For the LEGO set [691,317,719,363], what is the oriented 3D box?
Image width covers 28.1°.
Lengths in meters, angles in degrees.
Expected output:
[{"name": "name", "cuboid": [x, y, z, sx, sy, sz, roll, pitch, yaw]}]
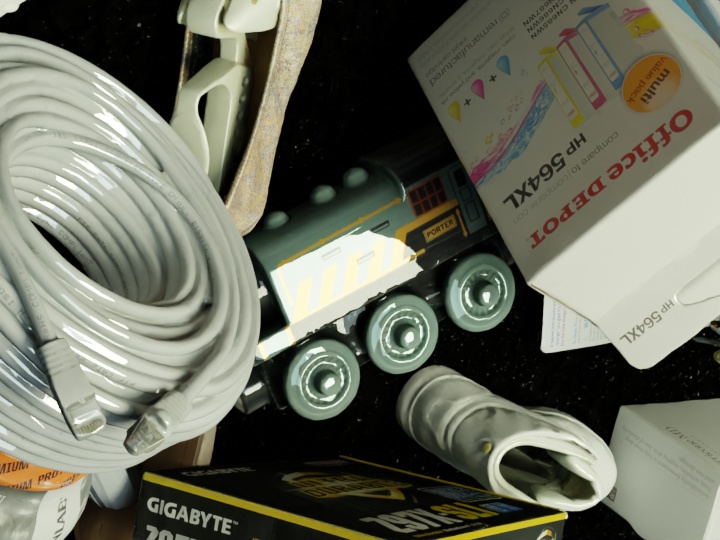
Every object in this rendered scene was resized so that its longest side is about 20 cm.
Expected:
[{"name": "LEGO set", "cuboid": [0.243, 0.044, 0.845, 0.200, 0.154, 0.116, 32, 85, -32]}]

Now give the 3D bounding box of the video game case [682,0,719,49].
[{"name": "video game case", "cuboid": [0.278, -0.130, 0.873, 0.199, 0.183, 0.023, 6, 137, -34]}]

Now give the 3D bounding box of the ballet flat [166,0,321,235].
[{"name": "ballet flat", "cuboid": [-0.064, -0.105, 0.716, 0.067, 0.068, 0.201, -22, 124, -59]}]

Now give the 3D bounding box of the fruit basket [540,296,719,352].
[{"name": "fruit basket", "cuboid": [0.209, -0.045, 0.934, 0.199, 0.094, 0.186, -6, 115, -14]}]

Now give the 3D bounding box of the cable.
[{"name": "cable", "cuboid": [-0.127, -0.010, 0.623, 0.069, 0.200, 0.200, -38, 174, 25]}]

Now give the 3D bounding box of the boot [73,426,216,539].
[{"name": "boot", "cuboid": [-0.101, 0.176, 0.840, 0.146, 0.070, 0.201, 31, 91, -46]}]

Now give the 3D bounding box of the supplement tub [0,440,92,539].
[{"name": "supplement tub", "cuboid": [-0.205, 0.110, 0.658, 0.122, 0.123, 0.200, 21, 125, -38]}]

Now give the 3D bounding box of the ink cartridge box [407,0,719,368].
[{"name": "ink cartridge box", "cuboid": [0.138, -0.064, 0.749, 0.128, 0.201, 0.125, -42, 138, 20]}]

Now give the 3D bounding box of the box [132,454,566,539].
[{"name": "box", "cuboid": [0.001, 0.142, 0.779, 0.200, 0.159, 0.050, 8, 93, -59]}]

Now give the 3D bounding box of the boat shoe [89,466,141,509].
[{"name": "boat shoe", "cuboid": [-0.175, 0.046, 0.733, 0.066, 0.074, 0.201, -20, 118, 0]}]

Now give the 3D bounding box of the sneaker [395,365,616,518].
[{"name": "sneaker", "cuboid": [0.122, 0.132, 0.927, 0.199, 0.115, 0.074, 24, 95, -39]}]

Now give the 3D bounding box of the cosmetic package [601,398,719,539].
[{"name": "cosmetic package", "cuboid": [0.283, 0.150, 1.042, 0.199, 0.113, 0.082, 1, 111, -35]}]

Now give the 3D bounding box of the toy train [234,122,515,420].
[{"name": "toy train", "cuboid": [0.000, 0.000, 0.812, 0.199, 0.085, 0.114, -28, 111, -16]}]

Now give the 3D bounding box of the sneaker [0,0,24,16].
[{"name": "sneaker", "cuboid": [-0.179, -0.138, 0.642, 0.199, 0.078, 0.100, -10, 124, -21]}]
